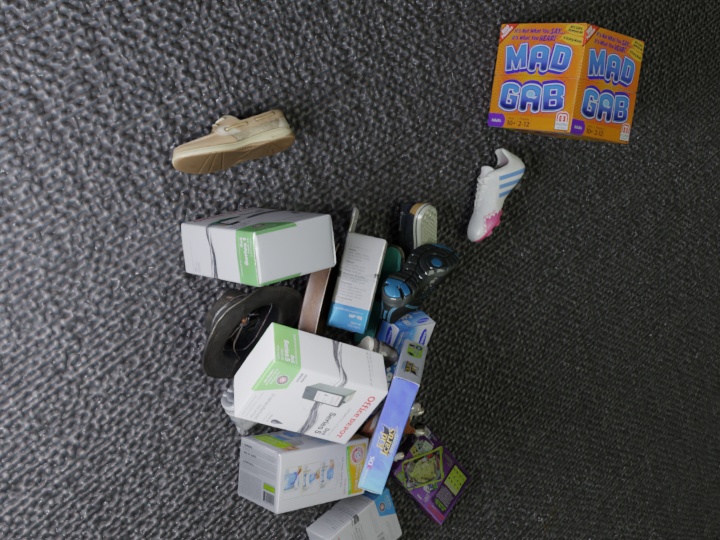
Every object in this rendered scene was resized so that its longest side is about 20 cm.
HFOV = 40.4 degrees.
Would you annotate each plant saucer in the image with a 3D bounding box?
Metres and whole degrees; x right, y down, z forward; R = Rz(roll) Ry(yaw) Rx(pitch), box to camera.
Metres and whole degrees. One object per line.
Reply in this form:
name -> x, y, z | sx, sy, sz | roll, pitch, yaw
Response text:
plant saucer -> -0.072, 0.049, 1.610 | 0.034, 0.200, 0.201 | 14, 90, 1

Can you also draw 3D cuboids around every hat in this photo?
hat -> -0.189, 0.081, 1.539 | 0.200, 0.081, 0.201 | -36, 148, -27

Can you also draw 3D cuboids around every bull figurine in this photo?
bull figurine -> 0.053, 0.291, 1.777 | 0.121, 0.065, 0.200 | 16, 128, -43

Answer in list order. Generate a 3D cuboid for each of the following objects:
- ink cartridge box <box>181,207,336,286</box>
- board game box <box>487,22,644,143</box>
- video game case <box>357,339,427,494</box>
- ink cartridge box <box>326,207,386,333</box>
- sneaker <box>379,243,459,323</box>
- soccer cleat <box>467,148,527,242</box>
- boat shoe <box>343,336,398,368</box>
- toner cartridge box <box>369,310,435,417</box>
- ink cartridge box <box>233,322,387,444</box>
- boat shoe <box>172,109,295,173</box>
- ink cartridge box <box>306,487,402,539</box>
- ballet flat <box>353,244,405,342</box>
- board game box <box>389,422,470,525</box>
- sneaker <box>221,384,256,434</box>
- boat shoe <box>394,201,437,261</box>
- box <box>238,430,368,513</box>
ink cartridge box -> -0.157, -0.039, 1.471 | 0.146, 0.200, 0.085 | -16, 107, -40
board game box -> 0.398, -0.362, 1.898 | 0.200, 0.200, 0.200 | 1, 99, -43
video game case -> 0.055, 0.235, 1.599 | 0.181, 0.045, 0.200 | -60, 168, -73
ink cartridge box -> 0.000, 0.000, 1.661 | 0.116, 0.067, 0.200 | -4, 107, -87
sneaker -> 0.098, 0.019, 1.724 | 0.200, 0.073, 0.082 | -33, 150, -39
soccer cleat -> 0.249, -0.151, 1.913 | 0.086, 0.070, 0.200 | 41, 69, -23
boat shoe -> 0.006, 0.153, 1.661 | 0.057, 0.200, 0.067 | 21, 74, -14
toner cartridge box -> 0.059, 0.170, 1.770 | 0.095, 0.043, 0.200 | -8, 128, -42
ink cartridge box -> -0.078, 0.179, 1.526 | 0.200, 0.084, 0.146 | 18, 129, -24
boat shoe -> -0.200, -0.199, 1.494 | 0.200, 0.071, 0.065 | -17, 76, -30
ink cartridge box -> -0.024, 0.492, 1.798 | 0.200, 0.067, 0.116 | -33, 120, -33
ballet flat -> 0.040, 0.050, 1.770 | 0.075, 0.068, 0.200 | 8, 100, -65
board game box -> 0.139, 0.407, 1.954 | 0.120, 0.032, 0.200 | -55, 129, -24
sneaker -> -0.140, 0.199, 1.636 | 0.200, 0.075, 0.082 | -27, 126, -24
boat shoe -> 0.099, -0.039, 1.798 | 0.075, 0.062, 0.200 | -30, 134, -39
box -> -0.095, 0.333, 1.667 | 0.200, 0.112, 0.102 | -1, 98, -42
